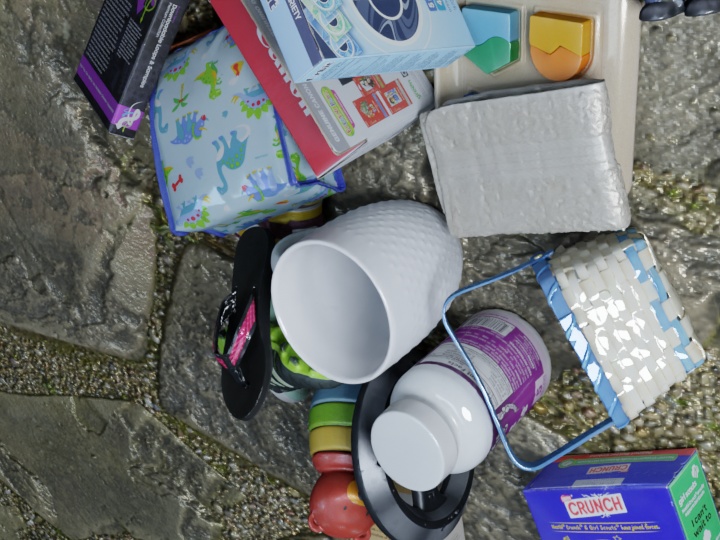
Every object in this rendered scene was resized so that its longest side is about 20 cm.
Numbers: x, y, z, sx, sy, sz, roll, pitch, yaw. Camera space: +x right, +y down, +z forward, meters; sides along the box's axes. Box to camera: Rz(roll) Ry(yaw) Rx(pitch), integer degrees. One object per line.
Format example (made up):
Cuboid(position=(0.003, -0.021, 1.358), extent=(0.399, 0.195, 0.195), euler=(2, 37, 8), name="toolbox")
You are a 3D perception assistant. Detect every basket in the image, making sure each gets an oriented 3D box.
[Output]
Cuboid(position=(0.192, 0.066, 0.992), extent=(0.198, 0.139, 0.179), euler=(-26, 97, 6), name="basket")

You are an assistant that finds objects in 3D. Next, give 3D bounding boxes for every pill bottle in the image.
Cuboid(position=(0.098, 0.127, 1.081), extent=(0.111, 0.199, 0.114), euler=(19, 124, 30), name="pill bottle")

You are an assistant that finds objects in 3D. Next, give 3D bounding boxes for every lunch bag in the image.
Cuboid(position=(-0.125, -0.153, 1.142), extent=(0.168, 0.127, 0.203), euler=(-19, 82, 27), name="lunch bag")

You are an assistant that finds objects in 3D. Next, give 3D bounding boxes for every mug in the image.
Cuboid(position=(0.000, 0.000, 1.111), extent=(0.198, 0.175, 0.150), euler=(18, 123, 31), name="mug")

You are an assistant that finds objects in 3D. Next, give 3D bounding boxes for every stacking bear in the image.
Cuboid(position=(-0.006, 0.184, 1.182), extent=(0.120, 0.203, 0.113), euler=(23, 152, -25), name="stacking bear")

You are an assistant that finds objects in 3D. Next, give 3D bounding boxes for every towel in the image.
Cuboid(position=(0.146, -0.096, 0.995), extent=(0.198, 0.034, 0.135), euler=(0, 113, 43), name="towel")

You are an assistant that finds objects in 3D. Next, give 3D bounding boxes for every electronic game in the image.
Cuboid(position=(0.058, 0.182, 1.143), extent=(0.041, 0.199, 0.203), euler=(-11, 106, 39), name="electronic game")

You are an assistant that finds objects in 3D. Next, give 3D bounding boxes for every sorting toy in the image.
Cuboid(position=(0.151, -0.163, 0.998), extent=(0.197, 0.036, 0.188), euler=(15, 121, 33), name="sorting toy")

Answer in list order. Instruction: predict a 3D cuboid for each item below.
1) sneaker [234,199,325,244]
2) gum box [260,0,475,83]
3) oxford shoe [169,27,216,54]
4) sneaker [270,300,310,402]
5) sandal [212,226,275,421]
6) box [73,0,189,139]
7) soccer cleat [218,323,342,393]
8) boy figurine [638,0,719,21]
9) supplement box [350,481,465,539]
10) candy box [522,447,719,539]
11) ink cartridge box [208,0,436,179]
Cuboid(position=(-0.127, -0.055, 1.255), extent=(0.198, 0.075, 0.092), euler=(12, 115, 35), name="sneaker")
Cuboid(position=(-0.007, -0.252, 0.944), extent=(0.044, 0.198, 0.172), euler=(-28, 82, 43), name="gum box")
Cuboid(position=(-0.226, -0.208, 1.259), extent=(0.198, 0.071, 0.074), euler=(-13, 108, 42), name="oxford shoe")
Cuboid(position=(-0.052, 0.084, 1.264), extent=(0.116, 0.074, 0.203), euler=(7, 133, 18), name="sneaker")
Cuboid(position=(-0.126, 0.053, 1.148), extent=(0.074, 0.045, 0.204), euler=(-6, 78, 43), name="sandal")
Cuboid(position=(-0.239, -0.261, 1.177), extent=(0.143, 0.036, 0.202), euler=(48, 119, 47), name="box")
Cuboid(position=(-0.074, 0.098, 1.184), extent=(0.198, 0.068, 0.082), euler=(11, 137, 44), name="soccer cleat")
Cuboid(position=(0.232, -0.296, 0.844), extent=(0.123, 0.064, 0.203), euler=(0, 112, 39), name="boy figurine")
Cuboid(position=(0.048, 0.280, 1.290), extent=(0.124, 0.073, 0.203), euler=(5, 115, 36), name="supplement box")
Cuboid(position=(0.277, 0.285, 1.105), extent=(0.167, 0.077, 0.203), euler=(-11, 106, 43), name="candy box")
Cuboid(position=(-0.045, -0.201, 1.041), extent=(0.083, 0.175, 0.202), euler=(-31, 92, 44), name="ink cartridge box")
